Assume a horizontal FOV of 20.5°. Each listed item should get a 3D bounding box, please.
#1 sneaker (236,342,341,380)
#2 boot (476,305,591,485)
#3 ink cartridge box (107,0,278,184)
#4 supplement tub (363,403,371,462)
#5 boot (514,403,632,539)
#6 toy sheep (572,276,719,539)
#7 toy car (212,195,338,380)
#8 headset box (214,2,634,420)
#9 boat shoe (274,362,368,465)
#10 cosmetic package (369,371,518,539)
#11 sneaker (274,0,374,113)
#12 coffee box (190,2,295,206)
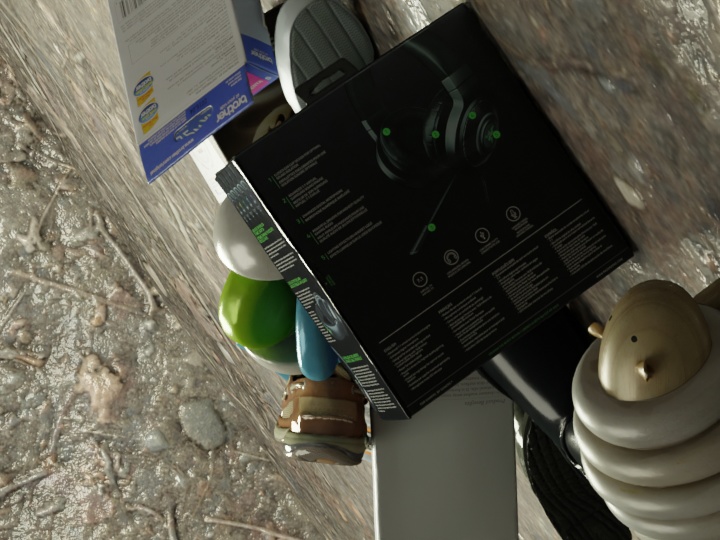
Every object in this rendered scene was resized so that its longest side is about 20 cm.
[{"bbox_3d":[-0.042,0.038,1.605,0.076,0.081,0.200,37,166,-14],"label":"sneaker"},{"bbox_3d":[0.155,0.091,1.314,0.200,0.076,0.168,52,174,-20],"label":"boot"},{"bbox_3d":[-0.123,-0.170,1.446,0.042,0.119,0.200,20,-134,-44],"label":"ink cartridge box"},{"bbox_3d":[0.030,0.092,1.710,0.123,0.123,0.200,52,168,11],"label":"supplement tub"},{"bbox_3d":[0.142,0.134,1.545,0.131,0.068,0.200,55,168,48],"label":"boot"},{"bbox_3d":[0.182,0.086,1.067,0.138,0.138,0.200,36,158,58],"label":"toy sheep"},{"bbox_3d":[0.000,0.000,1.398,0.150,0.200,0.175,42,157,30],"label":"toy car"},{"bbox_3d":[0.032,-0.039,1.209,0.200,0.174,0.093,55,168,-3],"label":"headset box"},{"bbox_3d":[-0.025,0.101,1.512,0.200,0.076,0.072,-164,79,-82],"label":"boat shoe"},{"bbox_3d":[0.062,0.139,1.522,0.081,0.113,0.200,-95,4,-76],"label":"cosmetic package"},{"bbox_3d":[-0.028,-0.133,1.437,0.071,0.073,0.200,42,163,37],"label":"sneaker"},{"bbox_3d":[-0.061,-0.092,1.550,0.200,0.113,0.080,59,161,-10],"label":"coffee box"}]
